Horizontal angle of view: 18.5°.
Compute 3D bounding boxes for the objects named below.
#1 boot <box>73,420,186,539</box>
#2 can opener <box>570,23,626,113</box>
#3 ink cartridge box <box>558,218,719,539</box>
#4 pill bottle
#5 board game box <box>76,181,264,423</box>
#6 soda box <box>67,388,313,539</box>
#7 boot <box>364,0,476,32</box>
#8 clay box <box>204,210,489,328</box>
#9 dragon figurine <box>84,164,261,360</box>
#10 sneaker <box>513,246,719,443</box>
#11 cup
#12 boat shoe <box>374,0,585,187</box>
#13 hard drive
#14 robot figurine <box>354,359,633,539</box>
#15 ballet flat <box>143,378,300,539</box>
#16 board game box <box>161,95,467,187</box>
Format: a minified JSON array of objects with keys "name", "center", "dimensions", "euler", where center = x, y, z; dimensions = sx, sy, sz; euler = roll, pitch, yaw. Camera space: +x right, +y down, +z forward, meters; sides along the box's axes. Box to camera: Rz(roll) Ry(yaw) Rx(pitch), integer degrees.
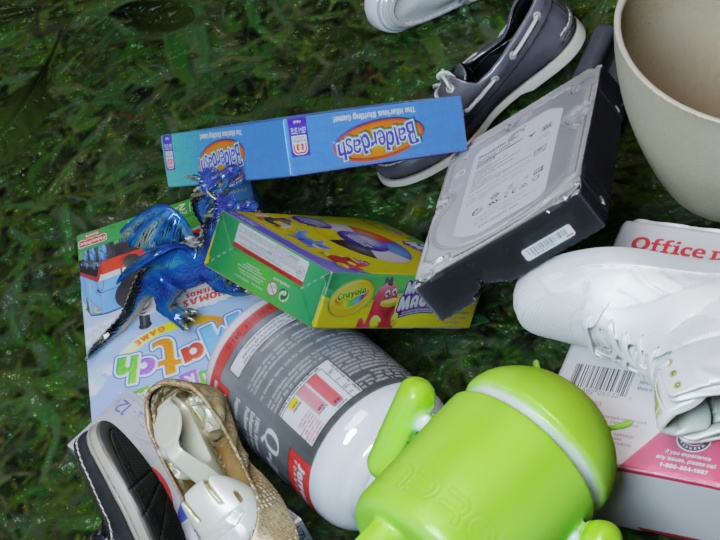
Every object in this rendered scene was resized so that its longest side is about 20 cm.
[{"name":"boot","center":[-0.187,0.213,1.477],"dimensions":[0.151,0.200,0.073],"euler":[-22,14,11]},{"name":"can opener","center":[0.164,-0.113,1.680],"dimensions":[0.053,0.067,0.200],"euler":[12,63,29]},{"name":"ink cartridge box","center":[0.219,0.073,1.488],"dimensions":[0.145,0.084,0.200],"euler":[9,56,28]},{"name":"pill bottle","center":[-0.009,0.108,1.528],"dimensions":[0.116,0.116,0.200],"euler":[-39,48,-13]},{"name":"board game box","center":[-0.138,0.031,1.700],"dimensions":[0.151,0.037,0.200],"euler":[-18,48,7]},{"name":"soda box","center":[-0.116,0.165,1.555],"dimensions":[0.063,0.068,0.200],"euler":[-44,50,-17]},{"name":"boot","center":[0.103,-0.253,1.820],"dimensions":[0.200,0.074,0.096],"euler":[-39,41,-14]},{"name":"clay box","center":[0.000,0.000,1.577],"dimensions":[0.115,0.200,0.048],"euler":[29,108,36]},{"name":"dragon figurine","center":[-0.144,-0.009,1.622],"dimensions":[0.200,0.099,0.059],"euler":[-25,43,24]},{"name":"sneaker","center":[0.184,0.050,1.414],"dimensions":[0.200,0.074,0.116],"euler":[1,49,22]},{"name":"cup","center":[0.273,-0.117,1.573],"dimensions":[0.200,0.143,0.200],"euler":[1,46,-1]},{"name":"boat shoe","center":[0.081,-0.147,1.723],"dimensions":[0.200,0.063,0.073],"euler":[-39,37,7]},{"name":"hard drive","center":[0.113,-0.058,1.531],"dimensions":[0.140,0.038,0.200],"euler":[-31,19,26]},{"name":"robot figurine","center":[0.078,0.140,1.365],"dimensions":[0.175,0.116,0.200],"euler":[35,65,23]},{"name":"ballet flat","center":[-0.100,0.145,1.470],"dimensions":[0.071,0.065,0.200],"euler":[-47,44,11]},{"name":"board game box","center":[-0.038,-0.096,1.655],"dimensions":[0.152,0.045,0.200],"euler":[-10,5,-30]}]
